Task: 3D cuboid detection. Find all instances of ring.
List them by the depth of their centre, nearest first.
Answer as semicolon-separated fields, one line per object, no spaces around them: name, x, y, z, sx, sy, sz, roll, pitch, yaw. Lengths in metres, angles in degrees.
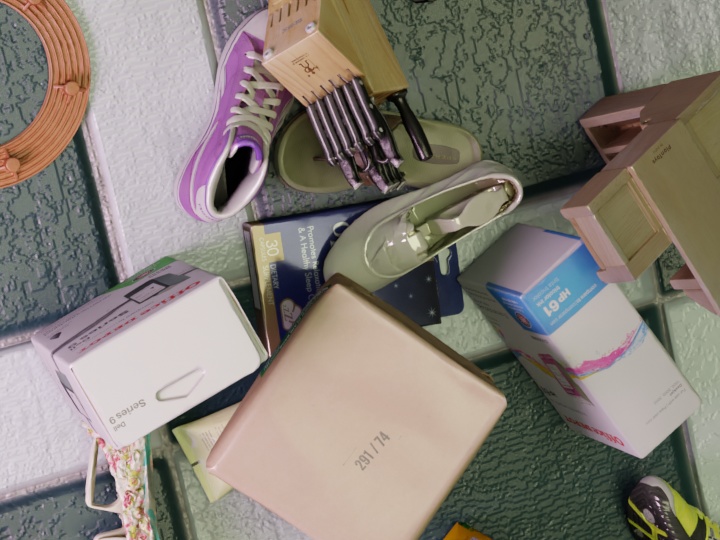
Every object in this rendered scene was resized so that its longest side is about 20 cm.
ring;-0.325;-0.166;1.639;0.200;0.019;0.200;-2;96;-19

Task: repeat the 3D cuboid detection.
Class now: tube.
tube;-0.064;0.127;1.745;0.200;0.052;0.058;-29;60;-6

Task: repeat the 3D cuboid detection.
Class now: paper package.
paper package;-0.003;0.134;1.674;0.191;0.103;0.200;34;94;-5

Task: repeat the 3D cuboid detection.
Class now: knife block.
knife block;-0.004;-0.171;1.684;0.064;0.200;0.176;-27;130;28

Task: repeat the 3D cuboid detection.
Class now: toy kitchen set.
toy kitchen set;0.254;-0.045;1.739;0.200;0.180;0.163;-43;108;-26

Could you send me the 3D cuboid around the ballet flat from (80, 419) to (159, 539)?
ballet flat;-0.205;0.211;1.694;0.064;0.076;0.200;-7;88;-11

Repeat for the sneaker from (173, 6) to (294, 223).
sneaker;-0.089;-0.132;1.673;0.073;0.114;0.201;21;87;-18

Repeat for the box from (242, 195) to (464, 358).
box;0.000;0.000;1.760;0.200;0.032;0.121;-11;99;-19

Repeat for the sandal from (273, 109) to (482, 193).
sandal;0.020;-0.108;1.741;0.201;0.057;0.080;-1;96;-19

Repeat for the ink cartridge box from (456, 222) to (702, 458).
ink cartridge box;0.199;0.063;1.771;0.085;0.145;0.200;-43;109;-11

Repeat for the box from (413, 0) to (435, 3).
box;0.057;-0.376;1.734;0.200;0.050;0.199;-47;108;-10

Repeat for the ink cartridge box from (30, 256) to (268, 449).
ink cartridge box;-0.178;0.064;1.615;0.146;0.200;0.084;-32;103;-14

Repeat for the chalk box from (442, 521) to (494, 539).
chalk box;0.140;0.349;1.793;0.200;0.124;0.124;43;81;-17

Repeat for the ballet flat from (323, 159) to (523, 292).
ballet flat;0.059;-0.039;1.725;0.200;0.069;0.069;-29;104;-15

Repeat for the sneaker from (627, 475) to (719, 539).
sneaker;0.326;0.264;1.883;0.076;0.075;0.200;-44;118;-18
